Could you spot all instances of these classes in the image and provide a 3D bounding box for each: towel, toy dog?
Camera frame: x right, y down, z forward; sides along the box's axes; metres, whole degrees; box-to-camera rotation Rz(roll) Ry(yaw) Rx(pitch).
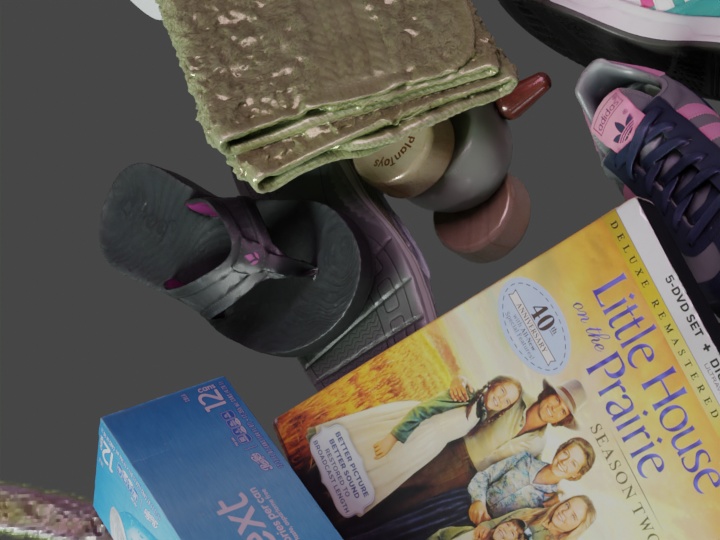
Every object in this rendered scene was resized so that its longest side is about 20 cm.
[{"bbox_3d":[-0.026,-0.132,0.831,0.148,0.037,0.201,-18,57,-10],"label":"towel"},{"bbox_3d":[0.028,-0.101,0.885,0.096,0.132,0.200,-43,68,10],"label":"toy dog"}]

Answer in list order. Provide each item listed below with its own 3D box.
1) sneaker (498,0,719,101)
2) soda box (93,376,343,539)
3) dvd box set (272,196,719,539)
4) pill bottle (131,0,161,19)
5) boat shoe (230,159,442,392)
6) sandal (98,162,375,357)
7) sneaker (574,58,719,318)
[{"bbox_3d":[0.169,-0.159,0.877,0.199,0.084,0.121,21,77,41],"label":"sneaker"},{"bbox_3d":[-0.044,0.142,0.760,0.068,0.064,0.200,-17,48,-29],"label":"soda box"},{"bbox_3d":[0.072,0.081,0.746,0.199,0.029,0.147,-32,73,21],"label":"dvd box set"},{"bbox_3d":[-0.061,-0.234,0.977,0.200,0.112,0.112,-40,60,-13],"label":"pill bottle"},{"bbox_3d":[-0.001,0.000,0.855,0.074,0.065,0.203,-42,55,19],"label":"boat shoe"},{"bbox_3d":[-0.074,-0.007,0.842,0.200,0.048,0.076,15,92,45],"label":"sandal"},{"bbox_3d":[0.142,-0.041,0.789,0.070,0.082,0.200,-53,17,13],"label":"sneaker"}]
